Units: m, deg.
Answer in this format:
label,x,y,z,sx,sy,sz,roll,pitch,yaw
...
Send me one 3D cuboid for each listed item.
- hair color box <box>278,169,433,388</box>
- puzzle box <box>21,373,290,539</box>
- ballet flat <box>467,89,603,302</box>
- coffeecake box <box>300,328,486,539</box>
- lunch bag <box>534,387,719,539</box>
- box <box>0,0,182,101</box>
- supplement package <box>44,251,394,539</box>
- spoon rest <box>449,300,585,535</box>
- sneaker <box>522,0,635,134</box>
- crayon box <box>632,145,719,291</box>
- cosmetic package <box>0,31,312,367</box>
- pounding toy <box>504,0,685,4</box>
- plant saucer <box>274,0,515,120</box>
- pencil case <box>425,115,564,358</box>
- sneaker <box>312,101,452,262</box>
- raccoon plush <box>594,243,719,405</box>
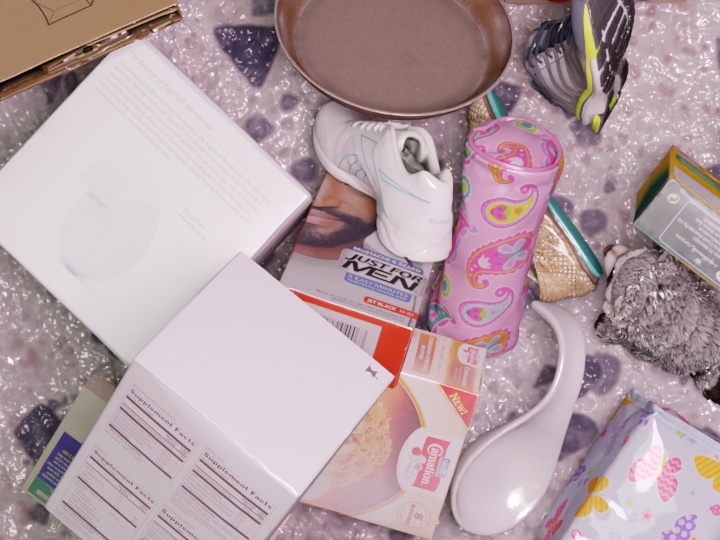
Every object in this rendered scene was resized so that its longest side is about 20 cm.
label,x,y,z,sx,sy,sz,roll,pitch,yaw
hair color box,0.000,0.000,1.477,0.110,0.200,0.064,17,121,1
puzzle box,-0.170,0.190,1.524,0.200,0.025,0.133,36,122,1
ballet flat,0.127,-0.060,1.547,0.065,0.070,0.201,-31,84,16
coffeecake box,-0.014,0.114,1.502,0.199,0.073,0.154,16,121,0
lunch bag,0.267,0.220,1.509,0.199,0.127,0.170,34,92,-6
box,-0.243,-0.234,1.509,0.163,0.021,0.200,-24,47,-1
supplement package,-0.106,0.127,1.374,0.150,0.152,0.200,39,133,3
spoon rest,0.134,0.128,1.522,0.099,0.061,0.201,13,102,-36
sneaker,0.170,-0.175,1.490,0.081,0.200,0.074,21,70,12
crayon box,0.284,-0.033,1.487,0.126,0.200,0.052,37,105,1
cosmetic package,-0.176,-0.052,1.516,0.199,0.123,0.200,44,89,1
pounding toy,0.184,-0.273,1.475,0.183,0.200,0.143,-1,79,0
plant saucer,0.027,-0.192,1.522,0.199,0.032,0.201,5,50,-5
pencil case,0.105,-0.023,1.492,0.087,0.088,0.201,12,126,0
sneaker,0.025,-0.092,1.496,0.070,0.200,0.081,-7,128,-29
raccoon plush,0.277,0.044,1.506,0.199,0.134,0.097,27,88,1
